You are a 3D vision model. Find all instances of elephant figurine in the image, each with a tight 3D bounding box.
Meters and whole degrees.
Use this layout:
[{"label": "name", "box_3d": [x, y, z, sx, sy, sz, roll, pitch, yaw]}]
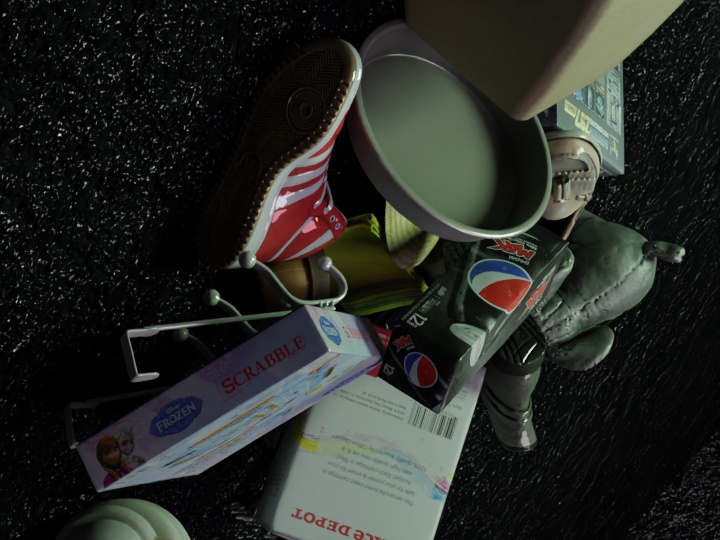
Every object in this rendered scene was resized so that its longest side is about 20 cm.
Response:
[{"label": "elephant figurine", "box_3d": [0.200, 0.040, 1.299, 0.200, 0.141, 0.156, -42, 158, -29]}]

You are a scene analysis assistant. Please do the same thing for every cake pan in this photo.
[{"label": "cake pan", "box_3d": [0.068, -0.109, 1.032, 0.199, 0.201, 0.037, -25, 172, -45]}]

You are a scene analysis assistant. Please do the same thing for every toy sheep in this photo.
[{"label": "toy sheep", "box_3d": [-0.198, 0.254, 1.081, 0.138, 0.138, 0.200, -46, 160, -15]}]

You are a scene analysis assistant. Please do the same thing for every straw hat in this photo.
[{"label": "straw hat", "box_3d": [0.097, -0.087, 1.140, 0.201, 0.084, 0.203, -47, 145, -49]}]

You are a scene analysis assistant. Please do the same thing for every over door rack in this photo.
[{"label": "over door rack", "box_3d": [-0.123, 0.051, 0.977, 0.199, 0.067, 0.148, -20, 164, -38]}]

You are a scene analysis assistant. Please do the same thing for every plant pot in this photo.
[{"label": "plant pot", "box_3d": [0.145, -0.240, 0.994, 0.199, 0.200, 0.178, -32, 156, -37]}]

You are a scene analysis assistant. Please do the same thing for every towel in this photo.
[{"label": "towel", "box_3d": [0.000, 0.000, 1.178, 0.085, 0.018, 0.200, -15, 157, 12]}]

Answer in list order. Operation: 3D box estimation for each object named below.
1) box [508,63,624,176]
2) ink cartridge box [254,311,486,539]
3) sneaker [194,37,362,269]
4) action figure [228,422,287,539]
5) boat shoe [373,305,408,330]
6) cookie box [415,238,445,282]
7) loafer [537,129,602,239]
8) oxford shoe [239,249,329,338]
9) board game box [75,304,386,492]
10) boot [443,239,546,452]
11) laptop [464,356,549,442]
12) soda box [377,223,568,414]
[{"label": "box", "box_3d": [0.194, -0.183, 1.193, 0.199, 0.051, 0.160, 16, 72, -60]}, {"label": "ink cartridge box", "box_3d": [0.005, 0.163, 1.179, 0.145, 0.144, 0.202, 143, -32, -76]}, {"label": "sneaker", "box_3d": [-0.040, -0.086, 0.992, 0.112, 0.071, 0.201, 0, 130, -55]}, {"label": "action figure", "box_3d": [-0.042, 0.193, 1.292, 0.201, 0.119, 0.102, -54, 161, 14]}, {"label": "boat shoe", "box_3d": [0.026, 0.118, 1.364, 0.084, 0.068, 0.201, -7, 128, -57]}, {"label": "cookie box", "box_3d": [0.151, -0.064, 1.340, 0.201, 0.075, 0.171, -56, 153, 5]}, {"label": "loafer", "box_3d": [0.182, -0.066, 1.176, 0.200, 0.071, 0.064, 81, 9, -74]}, {"label": "oxford shoe", "box_3d": [-0.075, 0.050, 1.134, 0.070, 0.072, 0.201, -6, 142, -14]}, {"label": "board game box", "box_3d": [-0.089, 0.098, 0.986, 0.199, 0.041, 0.199, -31, 169, 8]}, {"label": "boot", "box_3d": [0.120, 0.064, 1.208, 0.067, 0.201, 0.132, -8, 133, -8]}, {"label": "laptop", "box_3d": [0.096, 0.166, 1.406, 0.177, 0.103, 0.201, -30, -153, 37]}, {"label": "soda box", "box_3d": [0.098, 0.030, 1.078, 0.200, 0.063, 0.071, -42, 157, -44]}]
